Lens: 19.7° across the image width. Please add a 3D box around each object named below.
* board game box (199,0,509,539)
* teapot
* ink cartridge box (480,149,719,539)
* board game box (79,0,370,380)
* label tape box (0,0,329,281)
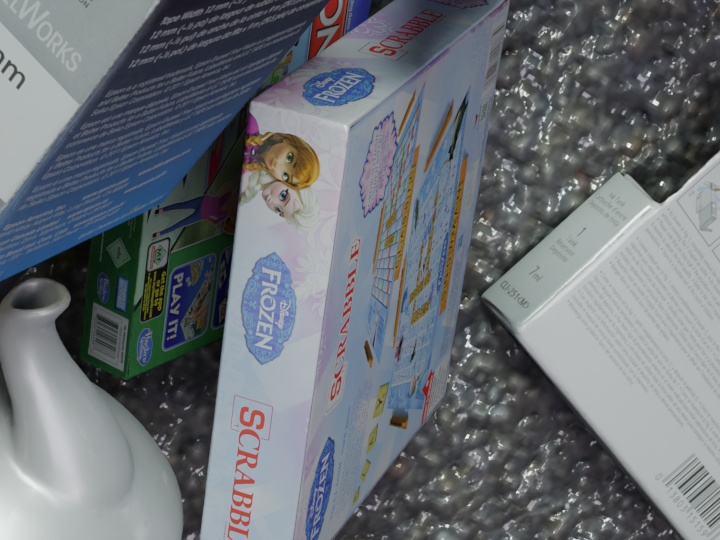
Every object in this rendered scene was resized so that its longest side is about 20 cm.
[{"bbox_3d":[0.000,0.000,0.843,0.041,0.200,0.201,15,115,16],"label":"board game box"},{"bbox_3d":[-0.180,0.100,0.813,0.200,0.197,0.146,-46,110,-13],"label":"teapot"},{"bbox_3d":[0.179,0.023,1.018,0.173,0.044,0.200,-42,125,-1],"label":"ink cartridge box"},{"bbox_3d":[-0.050,-0.068,0.831,0.134,0.029,0.201,-23,129,-50],"label":"board game box"},{"bbox_3d":[-0.066,-0.089,0.649,0.200,0.066,0.143,-49,171,30],"label":"label tape box"}]
